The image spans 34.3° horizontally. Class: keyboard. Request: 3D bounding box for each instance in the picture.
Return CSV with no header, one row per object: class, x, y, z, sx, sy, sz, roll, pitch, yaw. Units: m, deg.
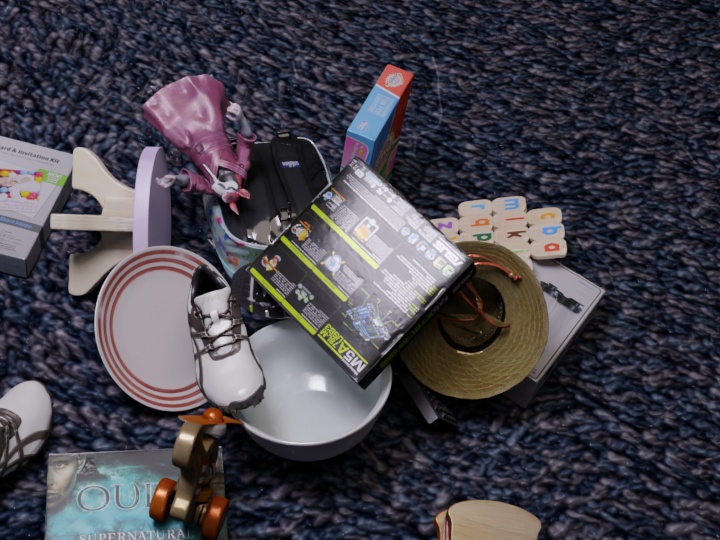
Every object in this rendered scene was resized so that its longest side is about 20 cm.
keyboard,0.047,0.110,1.449,0.127,0.021,0.201,23,28,-54

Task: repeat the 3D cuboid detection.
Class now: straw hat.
straw hat,0.136,0.048,1.428,0.198,0.203,0.085,11,19,-2

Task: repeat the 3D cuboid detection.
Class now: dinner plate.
dinner plate,-0.233,0.071,1.417,0.198,0.024,0.203,10,73,-33

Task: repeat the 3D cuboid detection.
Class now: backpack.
backpack,-0.114,-0.066,1.529,0.175,0.152,0.201,-9,42,-16

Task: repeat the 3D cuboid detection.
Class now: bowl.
bowl,-0.060,0.155,1.379,0.198,0.091,0.202,-2,42,2

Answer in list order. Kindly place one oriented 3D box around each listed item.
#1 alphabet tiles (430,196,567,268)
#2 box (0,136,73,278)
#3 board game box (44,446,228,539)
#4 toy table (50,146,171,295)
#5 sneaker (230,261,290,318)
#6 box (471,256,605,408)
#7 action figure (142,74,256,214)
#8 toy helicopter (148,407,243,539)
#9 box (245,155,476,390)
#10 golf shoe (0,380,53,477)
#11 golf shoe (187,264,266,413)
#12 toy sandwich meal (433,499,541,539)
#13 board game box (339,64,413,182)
alphabet tiles,0.185,-0.042,1.612,0.193,0.015,0.201,-6,33,8
box,-0.482,-0.092,1.554,0.154,0.041,0.201,14,48,1
board game box,-0.250,0.264,1.302,0.197,0.028,0.136,-1,51,-12
toy table,-0.310,-0.056,1.479,0.116,0.184,0.203,2,81,4
sneaker,-0.061,0.025,1.438,0.197,0.081,0.075,3,86,-1
box,0.226,0.073,1.538,0.116,0.060,0.200,31,52,16
action figure,-0.195,-0.147,1.469,0.133,0.149,0.201,-29,70,-2
toy helicopter,-0.169,0.195,1.224,0.078,0.200,0.133,18,67,5
box,0.000,0.000,1.351,0.200,0.048,0.193,42,88,21
golf shoe,-0.404,0.186,1.285,0.077,0.095,0.201,20,47,8
golf shoe,-0.165,0.076,1.339,0.077,0.095,0.201,-19,43,-11
toy sandwich meal,0.147,0.350,1.278,0.202,0.071,0.207,6,49,-6
board game box,0.013,-0.157,1.600,0.040,0.201,0.154,21,49,8
